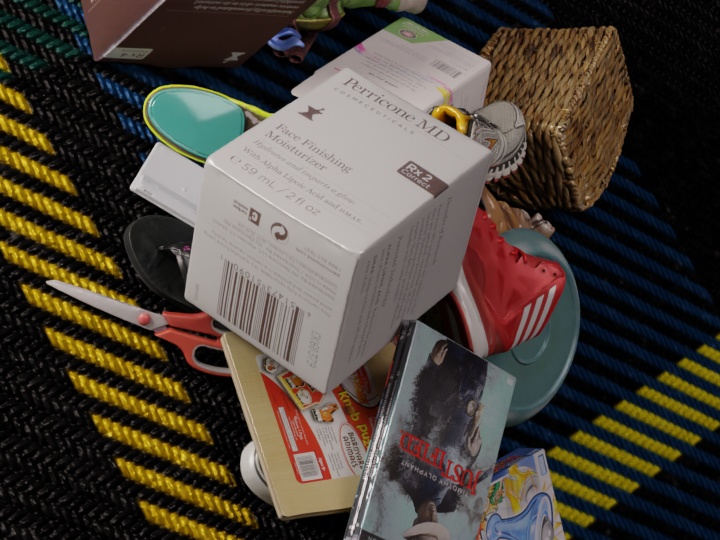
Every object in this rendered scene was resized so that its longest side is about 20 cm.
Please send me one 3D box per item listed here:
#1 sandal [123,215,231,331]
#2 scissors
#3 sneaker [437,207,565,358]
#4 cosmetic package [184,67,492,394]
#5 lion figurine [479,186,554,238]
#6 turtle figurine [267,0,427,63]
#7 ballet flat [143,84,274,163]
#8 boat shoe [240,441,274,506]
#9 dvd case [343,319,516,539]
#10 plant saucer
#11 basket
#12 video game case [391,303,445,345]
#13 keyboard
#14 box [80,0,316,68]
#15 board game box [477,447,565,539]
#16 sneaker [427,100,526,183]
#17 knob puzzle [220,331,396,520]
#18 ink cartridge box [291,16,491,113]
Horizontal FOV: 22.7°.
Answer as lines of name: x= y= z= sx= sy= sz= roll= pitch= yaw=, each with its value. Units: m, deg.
sandal: x=-0.124 y=0.016 z=1.608 sx=0.200 sy=0.048 sz=0.075 roll=42 pitch=49 yaw=-16
scissors: x=-0.179 y=0.052 z=1.563 sx=0.199 sy=0.014 sz=0.073 roll=7 pitch=107 yaw=-19
sneaker: x=0.121 y=-0.022 z=1.669 sx=0.115 sy=0.078 sz=0.201 roll=-17 pitch=107 yaw=-20
cosmetic package: x=-0.020 y=-0.038 z=1.535 sx=0.165 sy=0.165 sz=0.200 roll=32 pitch=45 yaw=20
lion figurine: x=0.112 y=-0.023 z=1.771 sx=0.200 sy=0.072 sz=0.123 roll=-39 pitch=109 yaw=-44
turtle figurine: x=-0.029 y=-0.316 z=1.786 sx=0.194 sy=0.144 sz=0.201 roll=-6 pitch=76 yaw=-43
ballet flat: x=-0.108 y=-0.124 z=1.672 sx=0.199 sy=0.067 sz=0.067 roll=13 pitch=89 yaw=-12
boat shoe: x=-0.012 y=0.182 z=1.605 sx=0.200 sy=0.064 sz=0.071 roll=15 pitch=60 yaw=-33
dvd case: x=0.064 y=0.161 z=1.555 sx=0.146 sy=0.022 sz=0.200 roll=31 pitch=68 yaw=-39
plant saucer: x=0.159 y=0.059 z=1.765 sx=0.200 sy=0.027 sz=0.201 roll=-11 pitch=106 yaw=-45
basket: x=0.196 y=-0.158 z=1.944 sx=0.200 sy=0.149 sz=0.143 roll=-61 pitch=143 yaw=-40
video game case: x=0.000 y=0.000 z=1.708 sx=0.180 sy=0.025 sz=0.201 roll=-5 pitch=71 yaw=-40
keyboard: x=-0.112 y=-0.046 z=1.638 sx=0.200 sy=0.011 sz=0.056 roll=31 pitch=59 yaw=-6
box: x=-0.161 y=-0.313 z=1.662 sx=0.166 sy=0.164 sz=0.201 roll=-4 pitch=71 yaw=-40
board game box: x=0.140 y=0.281 z=1.660 sx=0.135 sy=0.034 sz=0.201 roll=-23 pitch=102 yaw=-43
sneaker: x=0.104 y=-0.125 z=1.735 sx=0.200 sy=0.078 sz=0.082 roll=-38 pitch=138 yaw=-49
knob puzzle: x=-0.013 y=0.128 z=1.580 sx=0.219 sy=0.030 sz=0.220 roll=14 pitch=53 yaw=-20
ink cartridge box: x=0.027 y=-0.167 z=1.776 sx=0.117 sy=0.067 sz=0.200 roll=31 pitch=43 yaw=22
